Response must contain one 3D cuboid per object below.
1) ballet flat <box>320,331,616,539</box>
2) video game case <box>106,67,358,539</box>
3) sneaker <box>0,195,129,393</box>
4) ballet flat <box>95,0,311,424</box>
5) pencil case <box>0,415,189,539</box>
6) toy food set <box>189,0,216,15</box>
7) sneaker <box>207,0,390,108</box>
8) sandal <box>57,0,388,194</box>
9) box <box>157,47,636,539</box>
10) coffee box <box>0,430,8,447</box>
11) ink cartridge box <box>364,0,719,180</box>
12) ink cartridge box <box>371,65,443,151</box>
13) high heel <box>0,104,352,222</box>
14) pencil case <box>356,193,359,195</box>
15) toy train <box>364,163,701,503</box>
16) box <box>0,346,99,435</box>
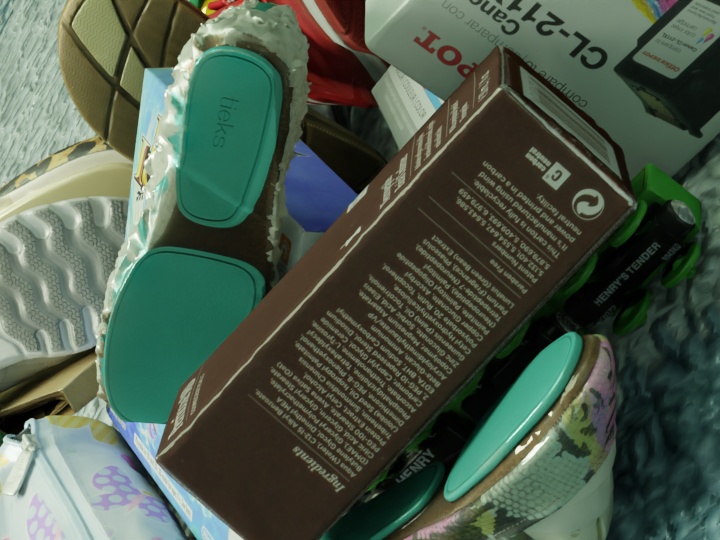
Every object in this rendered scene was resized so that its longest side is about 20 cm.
[{"bbox_3d":[0.051,0.093,1.108,0.200,0.071,0.069,-42,12,40],"label":"ballet flat"},{"bbox_3d":[-0.057,0.025,1.305,0.200,0.045,0.181,-135,49,-56],"label":"video game case"},{"bbox_3d":[-0.177,0.020,1.444,0.200,0.075,0.082,-25,-3,9],"label":"sneaker"},{"bbox_3d":[-0.059,-0.026,1.199,0.072,0.072,0.200,-94,21,-56],"label":"ballet flat"},{"bbox_3d":[-0.112,0.141,1.330,0.083,0.091,0.200,-21,30,-14],"label":"pencil case"},{"bbox_3d":[-0.013,-0.204,1.528,0.198,0.049,0.200,-17,-47,-63],"label":"toy food set"},{"bbox_3d":[-0.044,-0.128,1.404,0.115,0.200,0.078,-6,59,24],"label":"sneaker"},{"bbox_3d":[-0.068,-0.078,1.406,0.080,0.200,0.054,-49,28,16],"label":"sandal"},{"bbox_3d":[0.014,0.013,1.129,0.200,0.075,0.100,-49,8,11],"label":"box"},{"bbox_3d":[-0.207,0.154,1.501,0.200,0.123,0.044,-35,28,46],"label":"coffee box"},{"bbox_3d":[0.118,-0.136,1.174,0.200,0.146,0.083,-45,24,29],"label":"ink cartridge box"},{"bbox_3d":[0.093,-0.129,1.330,0.200,0.059,0.104,-52,21,13],"label":"ink cartridge box"},{"bbox_3d":[-0.100,-0.060,1.508,0.143,0.200,0.071,-104,7,-64],"label":"high heel"},{"bbox_3d":[0.000,0.000,1.326,0.200,0.078,0.087,7,89,65],"label":"pencil case"},{"bbox_3d":[0.069,0.033,1.197,0.200,0.042,0.056,-46,15,27],"label":"toy train"},{"bbox_3d":[-0.128,0.033,1.515,0.200,0.021,0.163,-40,9,-38],"label":"box"}]
